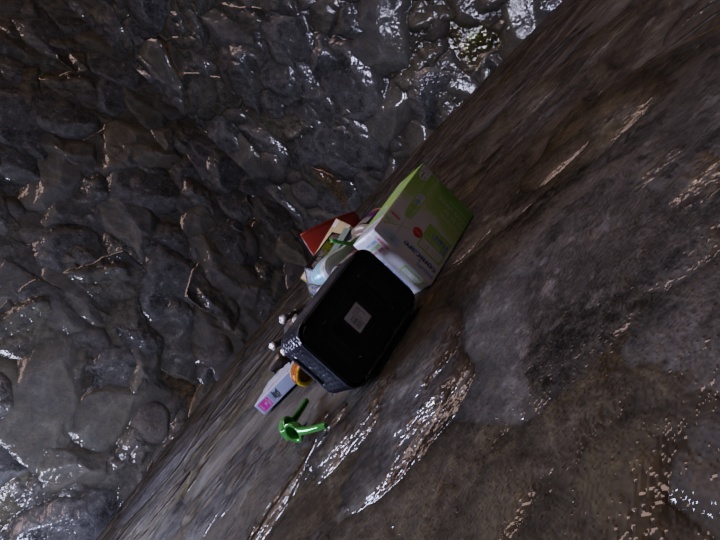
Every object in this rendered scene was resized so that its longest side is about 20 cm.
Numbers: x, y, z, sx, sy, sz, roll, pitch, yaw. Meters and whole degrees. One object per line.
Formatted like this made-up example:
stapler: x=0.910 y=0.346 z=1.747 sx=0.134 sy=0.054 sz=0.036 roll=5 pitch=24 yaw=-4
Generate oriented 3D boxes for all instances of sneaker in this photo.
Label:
sneaker: x=-0.036 y=-0.023 z=1.220 sx=0.081 sy=0.075 sz=0.199 roll=-21 pitch=2 yaw=44
sneaker: x=-0.073 y=0.166 z=1.181 sx=0.201 sy=0.073 sz=0.077 roll=-56 pitch=26 yaw=-7

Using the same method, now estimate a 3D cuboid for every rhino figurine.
rhino figurine: x=-0.154 y=0.157 z=1.209 sx=0.087 sy=0.060 sz=0.202 roll=-22 pitch=-37 yaw=-55

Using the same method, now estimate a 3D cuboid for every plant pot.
plant pot: x=-0.053 y=-0.077 z=1.688 sx=0.175 sy=0.201 sz=0.200 roll=-33 pitch=4 yaw=3

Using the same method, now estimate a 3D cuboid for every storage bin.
storage bin: x=-0.018 y=0.084 z=0.904 sx=0.201 sy=0.135 sz=0.094 roll=-53 pitch=10 yaw=-29

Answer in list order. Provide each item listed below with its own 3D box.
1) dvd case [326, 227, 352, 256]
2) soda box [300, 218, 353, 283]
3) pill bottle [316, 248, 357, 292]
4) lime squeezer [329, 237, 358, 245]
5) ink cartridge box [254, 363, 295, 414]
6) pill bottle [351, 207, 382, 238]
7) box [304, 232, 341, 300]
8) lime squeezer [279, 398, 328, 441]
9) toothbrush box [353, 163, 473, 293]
dvd case: x=-0.048 y=0.016 z=1.368 sx=0.202 sy=0.022 sz=0.147 roll=81 pitch=-151 yaw=-43
soda box: x=-0.083 y=-0.039 z=1.551 sx=0.202 sy=0.064 sz=0.068 roll=-59 pitch=-35 yaw=-4
pill bottle: x=0.011 y=0.013 z=1.112 sx=0.200 sy=0.115 sz=0.114 roll=-42 pitch=5 yaw=-26
lime squeezer: x=0.015 y=-0.079 z=1.190 sx=0.199 sy=0.037 sz=0.071 roll=-35 pitch=-43 yaw=-35
ink cartridge box: x=-0.168 y=0.249 z=1.330 sx=0.200 sy=0.042 sz=0.119 roll=-48 pitch=6 yaw=17
pill bottle: x=0.031 y=-0.087 z=1.497 sx=0.111 sy=0.111 sz=0.200 roll=-42 pitch=4 yaw=35
box: x=-0.081 y=0.027 z=1.461 sx=0.161 sy=0.044 sz=0.202 roll=-58 pitch=-29 yaw=-43
lime squeezer: x=-0.102 y=0.264 z=0.931 sx=0.070 sy=0.038 sz=0.200 roll=-18 pitch=2 yaw=-15
toothbrush box: x=0.104 y=-0.077 z=1.034 sx=0.201 sy=0.145 sz=0.086 roll=-53 pitch=10 yaw=-32
